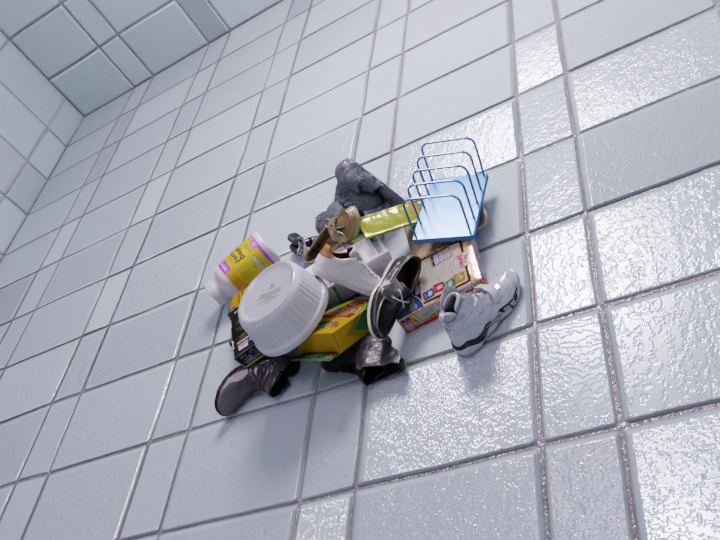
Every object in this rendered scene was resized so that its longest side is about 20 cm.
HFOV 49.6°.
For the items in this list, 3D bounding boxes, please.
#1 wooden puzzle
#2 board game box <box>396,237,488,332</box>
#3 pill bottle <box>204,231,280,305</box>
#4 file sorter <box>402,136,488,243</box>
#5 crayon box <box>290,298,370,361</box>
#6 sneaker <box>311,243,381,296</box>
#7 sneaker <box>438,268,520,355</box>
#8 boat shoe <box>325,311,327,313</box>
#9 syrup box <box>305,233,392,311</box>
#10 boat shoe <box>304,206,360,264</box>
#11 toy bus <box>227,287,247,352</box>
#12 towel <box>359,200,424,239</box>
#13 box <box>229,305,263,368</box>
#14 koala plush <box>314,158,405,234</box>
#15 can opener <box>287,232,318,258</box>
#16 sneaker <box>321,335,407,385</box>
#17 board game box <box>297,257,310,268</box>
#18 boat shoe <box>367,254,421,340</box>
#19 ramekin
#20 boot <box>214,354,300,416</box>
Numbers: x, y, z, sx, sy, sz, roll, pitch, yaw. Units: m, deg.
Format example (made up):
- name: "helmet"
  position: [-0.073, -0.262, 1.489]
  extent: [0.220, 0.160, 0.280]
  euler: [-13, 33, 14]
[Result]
- name: "wooden puzzle"
  position: [0.191, -0.111, 1.772]
  extent: [0.199, 0.037, 0.186]
  euler: [-34, 36, 17]
- name: "board game box"
  position: [0.163, 0.024, 1.636]
  extent: [0.198, 0.046, 0.153]
  euler: [-28, 37, 19]
- name: "pill bottle"
  position: [-0.315, -0.001, 2.058]
  extent: [0.200, 0.104, 0.104]
  euler: [-42, 35, -3]
- name: "file sorter"
  position: [0.181, -0.174, 1.679]
  extent: [0.137, 0.123, 0.202]
  euler: [-4, 45, 25]
- name: "crayon box"
  position: [-0.049, 0.124, 1.642]
  extent: [0.126, 0.051, 0.199]
  euler: [-7, 19, 43]
- name: "sneaker"
  position: [0.000, 0.000, 1.681]
  extent: [0.086, 0.198, 0.073]
  euler: [-67, 20, 9]
- name: "sneaker"
  position: [0.225, 0.055, 1.487]
  extent: [0.201, 0.115, 0.075]
  euler: [-51, 37, -15]
- name: "boat shoe"
  position: [-0.132, 0.122, 1.788]
  extent: [0.198, 0.066, 0.075]
  euler: [0, 53, 43]
- name: "syrup box"
  position: [-0.029, 0.001, 1.771]
  extent: [0.198, 0.082, 0.079]
  euler: [-31, 55, -3]
- name: "boat shoe"
  position: [-0.063, -0.072, 1.800]
  extent: [0.201, 0.062, 0.074]
  euler: [-54, 50, 41]
- name: "toy bus"
  position: [-0.275, 0.133, 1.912]
  extent: [0.078, 0.065, 0.201]
  euler: [-30, 36, 11]
- name: "towel"
  position: [0.093, -0.125, 1.766]
  extent: [0.197, 0.018, 0.086]
  euler: [-19, 35, -7]
- name: "box"
  position: [-0.207, 0.106, 1.778]
  extent: [0.199, 0.049, 0.161]
  euler: [-35, 39, 12]
- name: "koala plush"
  position: [-0.027, -0.152, 1.914]
  extent: [0.201, 0.183, 0.177]
  euler: [-53, 37, 4]
- name: "can opener"
  position: [-0.145, -0.064, 1.974]
  extent: [0.066, 0.053, 0.200]
  euler: [-13, 10, -15]
- name: "sneaker"
  position: [0.002, 0.191, 1.595]
  extent: [0.198, 0.060, 0.105]
  euler: [-21, 35, 20]
- name: "board game box"
  position: [-0.095, 0.015, 1.895]
  extent: [0.152, 0.037, 0.199]
  euler: [-49, 37, -12]
- name: "boat shoe"
  position: [0.070, 0.051, 1.593]
  extent: [0.067, 0.072, 0.201]
  euler: [-10, 44, 44]
- name: "ramekin"
  position: [-0.171, 0.071, 1.649]
  extent: [0.201, 0.094, 0.204]
  euler: [-29, 35, 23]
- name: "boot"
  position: [-0.233, 0.256, 1.743]
  extent: [0.131, 0.070, 0.201]
  euler: [22, 72, 46]
